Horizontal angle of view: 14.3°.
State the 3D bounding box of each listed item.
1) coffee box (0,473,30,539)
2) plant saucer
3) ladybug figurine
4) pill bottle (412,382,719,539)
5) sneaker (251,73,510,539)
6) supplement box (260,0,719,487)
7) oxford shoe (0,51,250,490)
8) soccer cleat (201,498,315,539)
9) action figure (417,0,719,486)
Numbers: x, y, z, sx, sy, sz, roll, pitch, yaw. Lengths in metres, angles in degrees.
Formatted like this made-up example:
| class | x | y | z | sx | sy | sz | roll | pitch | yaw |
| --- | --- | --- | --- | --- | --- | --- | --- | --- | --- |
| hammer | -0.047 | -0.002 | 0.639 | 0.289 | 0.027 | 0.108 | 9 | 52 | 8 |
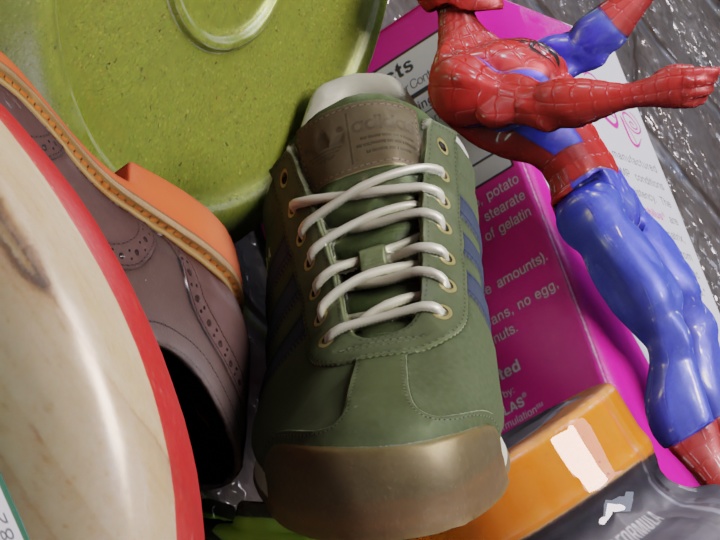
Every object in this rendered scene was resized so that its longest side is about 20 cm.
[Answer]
| class | x | y | z | sx | sy | sz | roll | pitch | yaw |
| --- | --- | --- | --- | --- | --- | --- | --- | --- | --- |
| coffee box | -0.136 | 0.026 | 0.553 | 0.044 | 0.123 | 0.201 | -10 | 71 | -57 |
| plant saucer | -0.046 | -0.090 | 0.801 | 0.199 | 0.031 | 0.202 | -22 | 118 | -49 |
| ladybug figurine | -0.095 | 0.028 | 0.599 | 0.072 | 0.136 | 0.201 | -7 | 61 | -54 |
| pill bottle | 0.087 | 0.131 | 0.764 | 0.201 | 0.106 | 0.106 | 58 | 26 | 1 |
| sneaker | 0.000 | 0.000 | 0.760 | 0.200 | 0.067 | 0.091 | -86 | 168 | -76 |
| supplement box | 0.051 | 0.025 | 0.906 | 0.101 | 0.103 | 0.201 | 13 | 53 | -54 |
| oxford shoe | -0.095 | -0.003 | 0.700 | 0.199 | 0.071 | 0.073 | 26 | 36 | -42 |
| soccer cleat | -0.049 | 0.099 | 0.723 | 0.200 | 0.064 | 0.084 | 9 | 85 | -63 |
| action figure | 0.092 | -0.025 | 0.816 | 0.200 | 0.099 | 0.065 | 53 | 18 | 7 |
